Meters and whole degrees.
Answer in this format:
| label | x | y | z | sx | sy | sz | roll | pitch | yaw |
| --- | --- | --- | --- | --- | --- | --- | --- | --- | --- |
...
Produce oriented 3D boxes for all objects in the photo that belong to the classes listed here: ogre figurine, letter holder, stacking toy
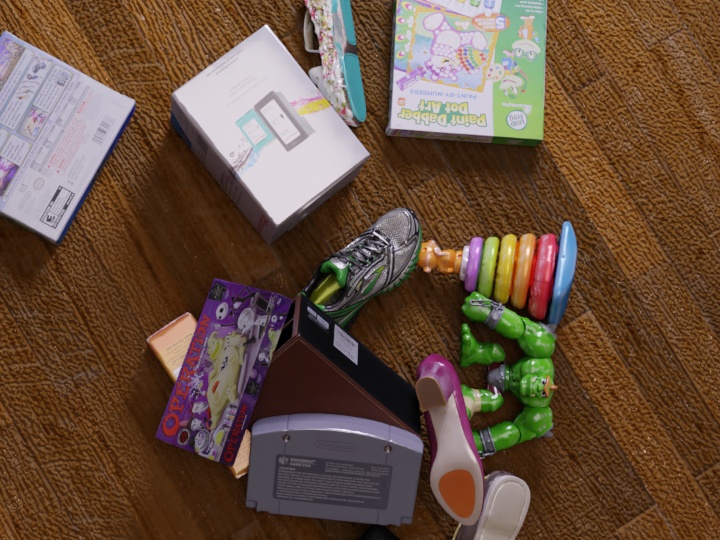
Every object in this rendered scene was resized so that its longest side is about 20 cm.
| label | x | y | z | sx | sy | sz | roll | pitch | yaw |
| --- | --- | --- | --- | --- | --- | --- | --- | --- | --- |
| ogre figurine | 0.180 | 0.131 | 1.746 | 0.120 | 0.098 | 0.201 | 1 | 78 | 0 |
| letter holder | -0.047 | 0.154 | 1.691 | 0.200 | 0.101 | 0.142 | 41 | 111 | -19 |
| stacking toy | 0.162 | -0.003 | 1.768 | 0.199 | 0.110 | 0.116 | 8 | 64 | 5 |

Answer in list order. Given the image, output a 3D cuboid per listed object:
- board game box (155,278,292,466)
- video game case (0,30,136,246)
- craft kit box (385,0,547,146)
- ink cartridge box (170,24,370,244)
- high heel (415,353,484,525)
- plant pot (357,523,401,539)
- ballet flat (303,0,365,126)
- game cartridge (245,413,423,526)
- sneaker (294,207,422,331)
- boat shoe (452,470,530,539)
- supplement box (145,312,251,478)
| label | x | y | z | sx | sy | sz | roll | pitch | yaw |
| --- | --- | --- | --- | --- | --- | --- | --- | --- | --- |
| board game box | -0.157 | 0.114 | 1.634 | 0.032 | 0.120 | 0.200 | 26 | 80 | -40 |
| video game case | -0.400 | -0.160 | 1.736 | 0.181 | 0.045 | 0.200 | 29 | 80 | -4 |
| craft kit box | 0.136 | -0.264 | 1.821 | 0.199 | 0.049 | 0.198 | 3 | 85 | -7 |
| ink cartridge box | -0.112 | -0.158 | 1.722 | 0.146 | 0.147 | 0.200 | -38 | 89 | -11 |
| high heel | 0.109 | 0.200 | 1.704 | 0.067 | 0.096 | 0.200 | -19 | 101 | 17 |
| plant pot | 0.025 | 0.444 | 1.619 | 0.200 | 0.177 | 0.200 | 41 | 97 | -2 |
| ballet flat | -0.036 | -0.272 | 1.796 | 0.064 | 0.076 | 0.201 | -12 | 78 | 22 |
| game cartridge | -0.031 | 0.229 | 1.658 | 0.199 | 0.041 | 0.134 | 7 | 123 | -2 |
| sneaker | 0.000 | 0.000 | 1.735 | 0.078 | 0.085 | 0.200 | 36 | 77 | 26 |
| boat shoe | 0.142 | 0.338 | 1.731 | 0.072 | 0.060 | 0.200 | 23 | 89 | -16 |
| supplement box | -0.178 | 0.151 | 1.713 | 0.069 | 0.067 | 0.200 | -35 | 87 | -10 |
